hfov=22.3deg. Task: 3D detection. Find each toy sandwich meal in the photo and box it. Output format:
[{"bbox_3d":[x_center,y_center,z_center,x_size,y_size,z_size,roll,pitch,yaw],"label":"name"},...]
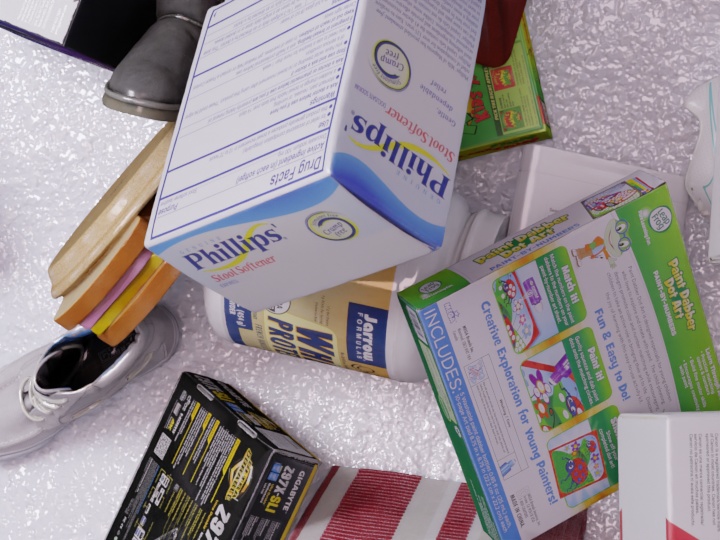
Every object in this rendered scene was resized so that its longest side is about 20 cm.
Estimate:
[{"bbox_3d":[-0.153,-0.037,1.342,0.070,0.205,0.205,40,97,-10],"label":"toy sandwich meal"}]

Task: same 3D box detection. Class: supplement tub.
[{"bbox_3d":[0.000,0.000,1.321,0.199,0.144,0.145,12,90,13],"label":"supplement tub"}]

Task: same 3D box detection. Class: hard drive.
[{"bbox_3d":[0.161,0.021,1.313,0.131,0.027,0.201,10,89,-21],"label":"hard drive"}]

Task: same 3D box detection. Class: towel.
[{"bbox_3d":[0.057,0.191,1.304,0.199,0.144,0.023,7,111,13],"label":"towel"}]

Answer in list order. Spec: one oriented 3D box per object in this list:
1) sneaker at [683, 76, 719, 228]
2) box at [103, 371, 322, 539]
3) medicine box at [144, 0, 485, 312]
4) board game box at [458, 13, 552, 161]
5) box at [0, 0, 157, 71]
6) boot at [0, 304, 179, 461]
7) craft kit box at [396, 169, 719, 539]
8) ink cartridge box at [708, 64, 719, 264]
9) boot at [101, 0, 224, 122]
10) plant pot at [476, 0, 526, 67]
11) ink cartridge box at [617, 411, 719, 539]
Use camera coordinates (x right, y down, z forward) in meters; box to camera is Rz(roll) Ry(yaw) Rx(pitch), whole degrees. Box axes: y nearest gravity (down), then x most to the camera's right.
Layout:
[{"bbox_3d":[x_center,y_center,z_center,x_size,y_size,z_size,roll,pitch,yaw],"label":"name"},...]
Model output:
[{"bbox_3d":[0.278,-0.045,1.308,0.080,0.070,0.202,-7,84,28],"label":"sneaker"},{"bbox_3d":[-0.122,0.194,1.341,0.160,0.049,0.201,31,98,54],"label":"box"},{"bbox_3d":[-0.028,-0.097,1.186,0.182,0.103,0.201,-19,51,44],"label":"medicine box"},{"bbox_3d":[0.071,-0.186,1.362,0.101,0.048,0.201,-13,84,12],"label":"board game box"},{"bbox_3d":[-0.230,-0.206,1.352,0.141,0.200,0.079,24,93,13],"label":"box"},{"bbox_3d":[-0.237,0.083,1.395,0.199,0.096,0.074,-33,81,9],"label":"boot"},{"bbox_3d":[0.146,0.062,1.256,0.197,0.049,0.201,-25,114,-11],"label":"craft kit box"},{"bbox_3d":[0.342,-0.068,1.232,0.199,0.084,0.146,6,85,-17],"label":"ink cartridge box"},{"bbox_3d":[-0.126,-0.218,1.294,0.072,0.182,0.201,15,112,2],"label":"boot"},{"bbox_3d":[0.040,-0.276,1.249,0.199,0.176,0.201,17,85,2],"label":"plant pot"},{"bbox_3d":[0.282,0.167,1.242,0.199,0.084,0.145,0,87,-16],"label":"ink cartridge box"}]
